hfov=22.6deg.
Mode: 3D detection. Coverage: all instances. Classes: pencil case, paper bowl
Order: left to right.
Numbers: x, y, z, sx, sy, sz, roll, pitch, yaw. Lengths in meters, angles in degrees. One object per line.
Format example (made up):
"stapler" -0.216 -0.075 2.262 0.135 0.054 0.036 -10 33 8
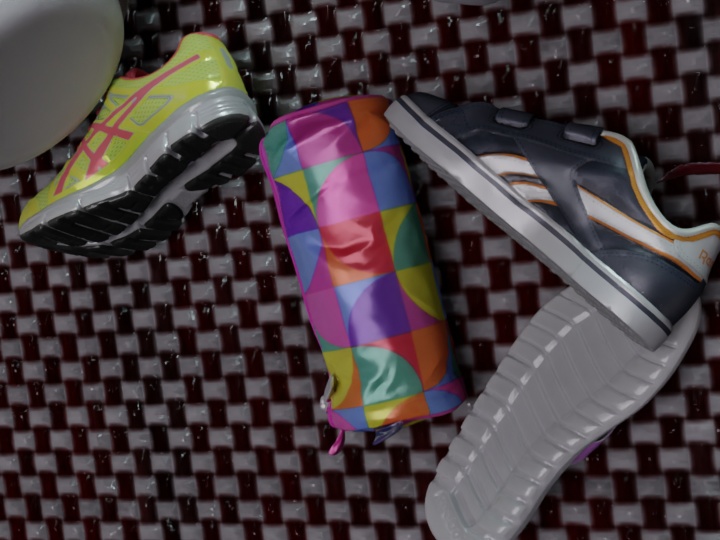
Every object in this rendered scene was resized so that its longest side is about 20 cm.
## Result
"paper bowl" -0.219 -0.138 1.047 0.104 0.201 0.201 47 116 24
"pencil case" 0.000 0.000 1.028 0.088 0.088 0.200 -13 89 28

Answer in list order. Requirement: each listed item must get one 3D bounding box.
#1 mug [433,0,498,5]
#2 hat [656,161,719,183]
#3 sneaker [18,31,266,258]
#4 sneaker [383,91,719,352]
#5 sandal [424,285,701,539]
"mug" 0.079 -0.227 0.943 0.149 0.187 0.153 39 128 -19
"hat" 0.293 -0.031 0.896 0.200 0.166 0.176 62 157 20
"sneaker" -0.137 -0.075 1.102 0.200 0.078 0.090 -30 61 32
"sneaker" 0.106 -0.047 0.969 0.200 0.078 0.079 40 91 19
"sandal" 0.111 0.075 1.005 0.203 0.050 0.082 -47 61 13
